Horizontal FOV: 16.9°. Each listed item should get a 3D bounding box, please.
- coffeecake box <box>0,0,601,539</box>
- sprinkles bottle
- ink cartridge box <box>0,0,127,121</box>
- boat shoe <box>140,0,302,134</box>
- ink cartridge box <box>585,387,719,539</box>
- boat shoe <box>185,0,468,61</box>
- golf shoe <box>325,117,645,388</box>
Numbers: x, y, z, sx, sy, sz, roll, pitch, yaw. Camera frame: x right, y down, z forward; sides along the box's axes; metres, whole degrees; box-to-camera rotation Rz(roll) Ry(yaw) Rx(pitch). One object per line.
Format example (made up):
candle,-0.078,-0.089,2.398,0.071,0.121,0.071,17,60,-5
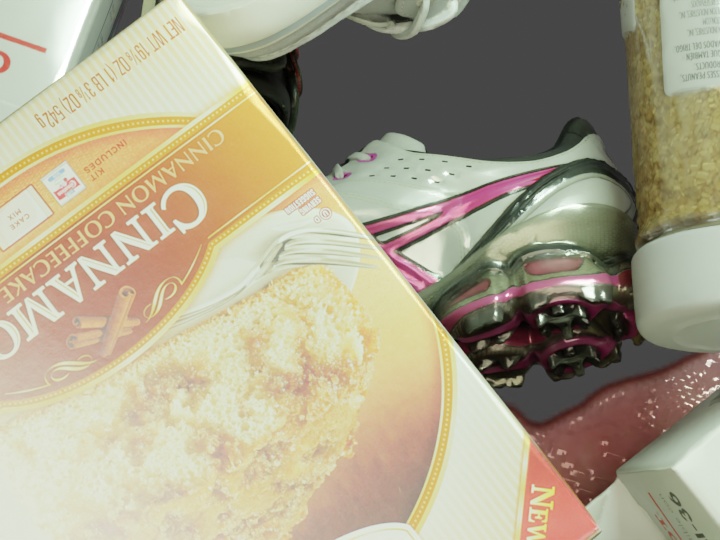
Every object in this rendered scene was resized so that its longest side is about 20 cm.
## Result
coffeecake box,-0.053,0.047,0.717,0.154,0.073,0.200,-38,85,-8
sprinkles bottle,0.122,-0.075,0.821,0.068,0.068,0.200,-1,74,-1
ink cartridge box,-0.138,-0.107,0.820,0.117,0.067,0.200,19,71,0
boat shoe,-0.047,-0.061,0.823,0.063,0.074,0.201,9,63,29
ink cartridge box,0.173,0.079,0.832,0.200,0.067,0.116,-38,91,-13
boat shoe,0.018,-0.116,0.814,0.072,0.200,0.069,1,125,38
golf shoe,0.000,0.000,0.858,0.200,0.073,0.092,-9,62,1
